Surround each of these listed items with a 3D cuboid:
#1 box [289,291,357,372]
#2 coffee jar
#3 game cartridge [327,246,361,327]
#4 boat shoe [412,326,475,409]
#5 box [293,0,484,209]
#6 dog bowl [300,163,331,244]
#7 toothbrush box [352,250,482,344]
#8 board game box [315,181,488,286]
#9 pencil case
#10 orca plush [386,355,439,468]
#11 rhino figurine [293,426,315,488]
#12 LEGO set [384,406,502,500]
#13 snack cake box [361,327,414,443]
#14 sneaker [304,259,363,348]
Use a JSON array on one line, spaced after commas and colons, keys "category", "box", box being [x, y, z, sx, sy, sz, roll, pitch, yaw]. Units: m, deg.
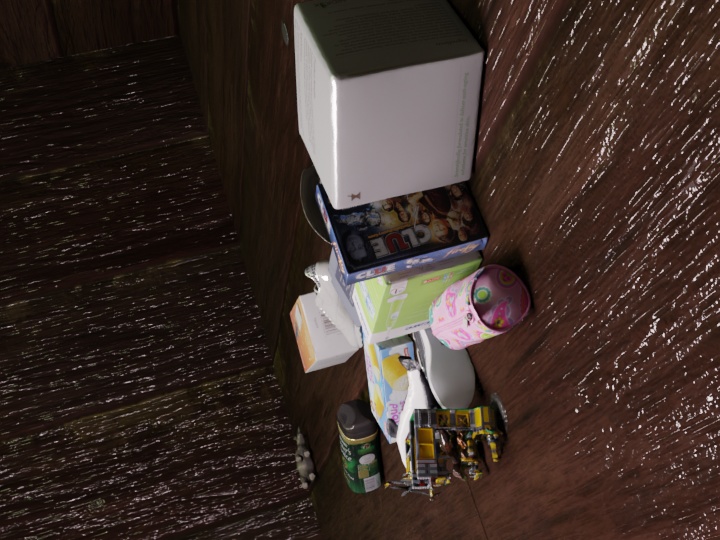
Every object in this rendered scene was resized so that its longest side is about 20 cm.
[{"category": "box", "box": [-0.087, 0.139, 2.237, 0.200, 0.104, 0.155, 126, 129, -72]}, {"category": "coffee jar", "box": [-0.002, 0.397, 2.182, 0.105, 0.084, 0.204, -126, 26, -57]}, {"category": "game cartridge", "box": [0.000, 0.000, 1.533, 0.135, 0.040, 0.201, 63, 158, 25]}, {"category": "boat shoe", "box": [0.119, 0.133, 1.463, 0.068, 0.070, 0.203, 101, 155, -56]}, {"category": "box", "box": [0.030, -0.222, 1.214, 0.202, 0.196, 0.173, 91, 162, -45]}, {"category": "dog bowl", "box": [0.011, -0.117, 1.426, 0.059, 0.196, 0.204, 66, -174, -76]}, {"category": "toothbrush box", "box": [0.075, 0.013, 1.370, 0.201, 0.143, 0.087, 101, 151, -61]}, {"category": "board game box", "box": [0.053, -0.070, 1.263, 0.035, 0.196, 0.138, 104, 148, -63]}, {"category": "pencil case", "box": [0.147, 0.050, 1.242, 0.200, 0.086, 0.089, 138, 117, -76]}, {"category": "orca plush", "box": [0.097, 0.244, 1.673, 0.071, 0.103, 0.204, -37, -66, -71]}, {"category": "rhino figurine", "box": [-0.191, 0.624, 3.226, 0.087, 0.058, 0.205, 98, 160, -82]}, {"category": "LEGO set", "box": [0.128, 0.282, 1.404, 0.201, 0.150, 0.118, 118, 154, -59]}, {"category": "snack cake box", "box": [0.057, 0.200, 1.792, 0.115, 0.066, 0.204, -130, 30, -60]}, {"category": "sneaker", "box": [-0.041, 0.063, 1.799, 0.077, 0.079, 0.203, -88, -17, -57]}]
